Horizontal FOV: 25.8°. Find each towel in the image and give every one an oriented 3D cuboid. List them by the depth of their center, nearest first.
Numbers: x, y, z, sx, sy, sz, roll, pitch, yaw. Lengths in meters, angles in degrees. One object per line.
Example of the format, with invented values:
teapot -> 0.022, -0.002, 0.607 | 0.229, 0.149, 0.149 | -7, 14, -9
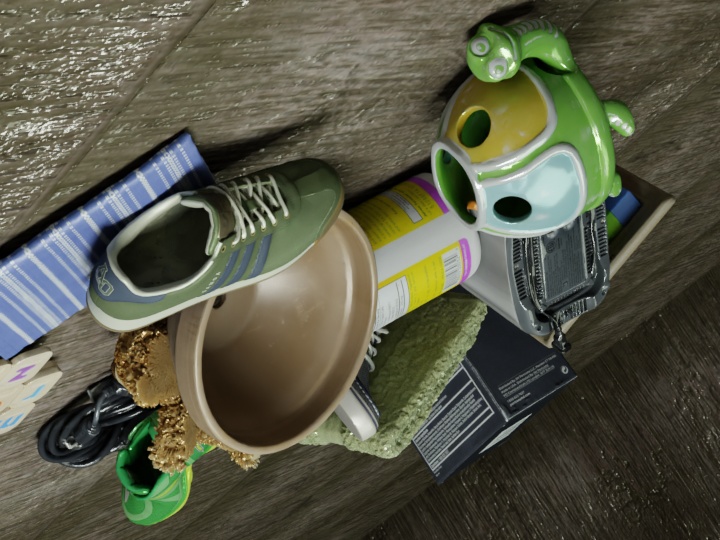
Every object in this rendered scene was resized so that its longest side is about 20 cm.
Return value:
towel -> -0.187, -0.015, 1.066 | 0.199, 0.024, 0.145 | -35, 165, -5
towel -> 0.025, 0.090, 1.469 | 0.147, 0.037, 0.200 | 5, -133, 38

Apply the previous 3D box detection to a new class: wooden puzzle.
wooden puzzle -> 0.187, -0.038, 1.537 | 0.186, 0.200, 0.046 | -50, 123, -1

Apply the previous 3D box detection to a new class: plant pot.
plant pot -> -0.084, 0.034, 1.223 | 0.200, 0.092, 0.203 | -23, 122, -43

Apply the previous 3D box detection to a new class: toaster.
toaster -> 0.147, -0.035, 1.420 | 0.113, 0.129, 0.201 | -27, 125, -23

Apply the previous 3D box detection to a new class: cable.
cable -> -0.203, 0.131, 1.470 | 0.199, 0.051, 0.163 | -21, 162, -46

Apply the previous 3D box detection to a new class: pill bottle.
pill bottle -> 0.000, 0.000, 1.371 | 0.199, 0.105, 0.104 | -28, 166, -22

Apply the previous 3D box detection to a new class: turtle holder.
turtle holder -> 0.129, -0.104, 1.226 | 0.131, 0.141, 0.186 | -29, 167, -17

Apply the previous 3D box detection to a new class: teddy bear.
teddy bear -> -0.137, 0.096, 1.308 | 0.066, 0.146, 0.199 | 7, 180, 38

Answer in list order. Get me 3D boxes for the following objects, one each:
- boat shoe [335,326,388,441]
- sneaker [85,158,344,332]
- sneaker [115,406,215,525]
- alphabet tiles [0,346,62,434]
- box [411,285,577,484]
boat shoe -> -0.008, 0.063, 1.422 | 0.092, 0.200, 0.075 | -31, 134, -6
sneaker -> -0.093, -0.026, 1.060 | 0.199, 0.067, 0.090 | -28, 168, -16
sneaker -> -0.189, 0.172, 1.418 | 0.083, 0.074, 0.200 | -22, 157, -34
alphabet tiles -> -0.326, 0.120, 1.213 | 0.199, 0.015, 0.196 | -18, 159, -50
box -> 0.112, 0.102, 1.796 | 0.123, 0.199, 0.200 | -27, 166, -33
